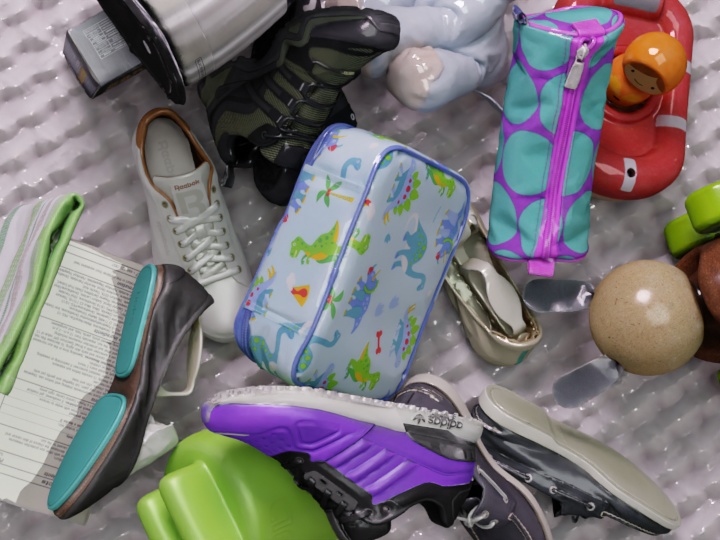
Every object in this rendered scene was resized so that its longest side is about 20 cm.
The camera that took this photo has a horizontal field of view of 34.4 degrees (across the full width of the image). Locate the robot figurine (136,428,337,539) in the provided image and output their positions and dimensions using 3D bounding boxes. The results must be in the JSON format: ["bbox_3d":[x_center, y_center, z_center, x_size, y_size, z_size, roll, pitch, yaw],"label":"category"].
[{"bbox_3d":[-0.066,0.163,0.882,0.200,0.175,0.116,-17,70,-41],"label":"robot figurine"}]

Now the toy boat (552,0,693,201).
[{"bbox_3d":[0.229,-0.160,0.981,0.130,0.131,0.201,8,81,-11],"label":"toy boat"}]

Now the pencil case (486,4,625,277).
[{"bbox_3d":[0.149,-0.104,0.909,0.085,0.092,0.201,2,112,-5],"label":"pencil case"}]

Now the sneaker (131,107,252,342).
[{"bbox_3d":[-0.140,-0.036,0.941,0.073,0.085,0.200,-22,88,-12],"label":"sneaker"}]

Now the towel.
[{"bbox_3d":[-0.259,0.012,0.859,0.031,0.200,0.150,22,80,-23],"label":"towel"}]

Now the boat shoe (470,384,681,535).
[{"bbox_3d":[0.170,0.173,0.968,0.199,0.075,0.066,30,110,-10],"label":"boat shoe"}]

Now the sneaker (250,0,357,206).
[{"bbox_3d":[-0.044,-0.142,0.989,0.083,0.072,0.201,9,79,-35],"label":"sneaker"}]

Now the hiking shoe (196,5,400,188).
[{"bbox_3d":[-0.040,-0.129,0.885,0.076,0.200,0.101,-3,78,-46],"label":"hiking shoe"}]

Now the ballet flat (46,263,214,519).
[{"bbox_3d":[-0.158,0.093,0.850,0.068,0.068,0.200,27,78,-26],"label":"ballet flat"}]

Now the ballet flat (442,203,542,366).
[{"bbox_3d":[0.090,-0.012,0.979,0.069,0.069,0.200,-31,88,-11],"label":"ballet flat"}]

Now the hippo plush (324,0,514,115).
[{"bbox_3d":[0.084,-0.220,0.931,0.200,0.159,0.161,30,122,0],"label":"hippo plush"}]

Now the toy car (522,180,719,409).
[{"bbox_3d":[0.241,0.040,0.956,0.199,0.158,0.165,-16,76,-2],"label":"toy car"}]

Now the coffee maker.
[{"bbox_3d":[-0.094,-0.244,0.782,0.200,0.135,0.192,-35,101,-11],"label":"coffee maker"}]

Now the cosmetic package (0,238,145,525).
[{"bbox_3d":[-0.230,0.083,0.903,0.103,0.087,0.200,23,79,-18],"label":"cosmetic package"}]

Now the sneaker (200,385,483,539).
[{"bbox_3d":[-0.013,0.134,0.788,0.200,0.070,0.100,11,81,-15],"label":"sneaker"}]

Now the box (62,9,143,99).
[{"bbox_3d":[-0.137,-0.209,0.923,0.200,0.158,0.048,-33,103,-11],"label":"box"}]

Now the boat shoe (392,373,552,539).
[{"bbox_3d":[0.084,0.180,0.932,0.200,0.073,0.063,57,39,-10],"label":"boat shoe"}]

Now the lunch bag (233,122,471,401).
[{"bbox_3d":[0.000,0.000,0.896,0.082,0.161,0.200,24,94,36],"label":"lunch bag"}]
